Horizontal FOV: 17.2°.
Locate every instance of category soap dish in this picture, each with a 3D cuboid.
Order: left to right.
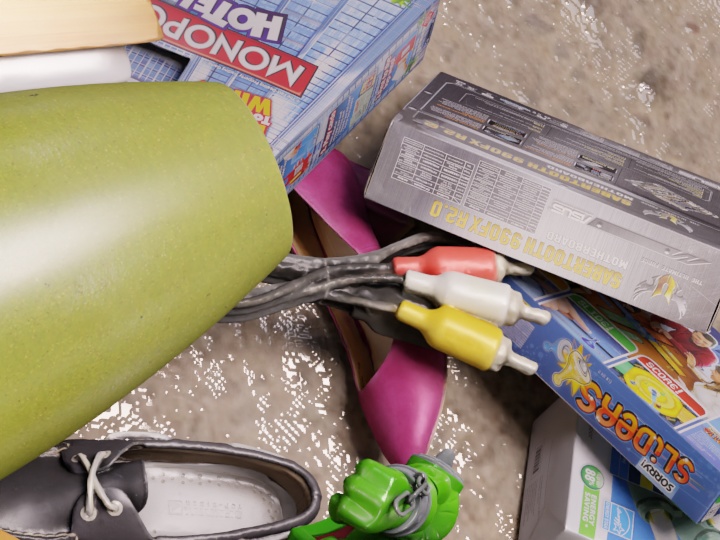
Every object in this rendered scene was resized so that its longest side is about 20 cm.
[{"bbox_3d":[-0.212,-0.144,1.198,0.157,0.200,0.082,-8,108,-31],"label":"soap dish"}]

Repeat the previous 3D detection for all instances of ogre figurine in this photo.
[{"bbox_3d":[-0.003,0.159,1.154,0.098,0.201,0.120,14,24,26],"label":"ogre figurine"}]

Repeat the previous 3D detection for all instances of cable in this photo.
[{"bbox_3d":[0.000,0.000,1.240,0.199,0.050,0.097,14,46,-15],"label":"cable"}]

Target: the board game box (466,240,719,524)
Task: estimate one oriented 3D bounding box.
[{"bbox_3d":[0.153,0.048,1.323,0.200,0.035,0.135,44,29,23],"label":"board game box"}]

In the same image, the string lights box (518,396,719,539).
[{"bbox_3d":[0.190,0.149,1.331,0.199,0.059,0.103,23,51,-16],"label":"string lights box"}]

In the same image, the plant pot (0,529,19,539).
[{"bbox_3d":[-0.202,0.208,1.017,0.200,0.200,0.183,36,36,-6],"label":"plant pot"}]

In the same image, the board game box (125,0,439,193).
[{"bbox_3d":[-0.085,-0.107,1.294,0.199,0.062,0.200,23,52,5],"label":"board game box"}]

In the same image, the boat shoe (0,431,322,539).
[{"bbox_3d":[-0.115,0.114,1.184,0.199,0.060,0.074,10,59,-24],"label":"boat shoe"}]

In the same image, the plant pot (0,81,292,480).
[{"bbox_3d":[-0.141,-0.013,1.133,0.199,0.187,0.188,-23,75,-20],"label":"plant pot"}]

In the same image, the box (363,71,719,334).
[{"bbox_3d":[0.114,-0.041,1.322,0.199,0.048,0.158,22,18,5],"label":"box"}]

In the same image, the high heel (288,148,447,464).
[{"bbox_3d":[-0.010,0.016,1.290,0.096,0.067,0.201,13,55,-27],"label":"high heel"}]
